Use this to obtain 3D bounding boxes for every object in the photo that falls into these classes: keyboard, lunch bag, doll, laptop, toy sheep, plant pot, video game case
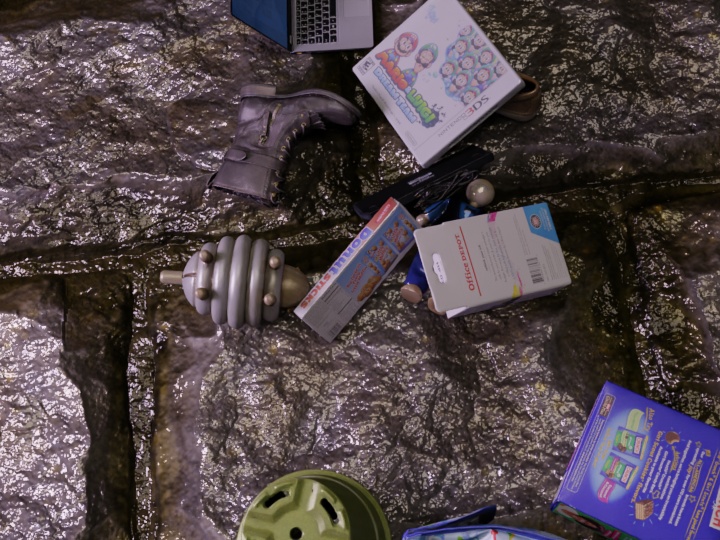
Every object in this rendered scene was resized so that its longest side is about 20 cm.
[{"bbox_3d":[0.093,-0.109,1.419,0.200,0.104,0.040,-27,111,-5],"label":"keyboard"},{"bbox_3d":[0.147,0.345,1.189,0.200,0.170,0.128,12,71,10],"label":"lunch bag"},{"bbox_3d":[0.133,-0.038,1.396,0.136,0.048,0.200,23,69,11],"label":"doll"},{"bbox_3d":[-0.083,-0.433,1.522,0.199,0.116,0.188,-3,70,3],"label":"laptop"},{"bbox_3d":[-0.165,0.014,1.353,0.199,0.138,0.138,10,70,-2],"label":"toy sheep"},{"bbox_3d":[-0.066,0.320,1.203,0.200,0.190,0.201,-1,70,4],"label":"plant pot"},{"bbox_3d":[0.107,-0.276,1.457,0.182,0.024,0.200,-39,65,15],"label":"video game case"}]

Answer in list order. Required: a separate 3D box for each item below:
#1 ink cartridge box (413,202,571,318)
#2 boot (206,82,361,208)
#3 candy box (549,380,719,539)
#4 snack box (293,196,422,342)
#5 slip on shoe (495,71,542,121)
[{"bbox_3d":[0.161,-0.010,1.332,0.200,0.068,0.115,-11,79,-22],"label":"ink cartridge box"},{"bbox_3d":[-0.107,-0.171,1.462,0.200,0.069,0.175,8,76,11],"label":"boot"},{"bbox_3d":[0.360,0.257,1.257,0.200,0.077,0.169,24,72,13],"label":"candy box"},{"bbox_3d":[0.000,0.000,1.363,0.200,0.072,0.024,-50,43,-4],"label":"snack box"},{"bbox_3d":[0.164,-0.273,1.474,0.200,0.061,0.076,23,73,12],"label":"slip on shoe"}]
